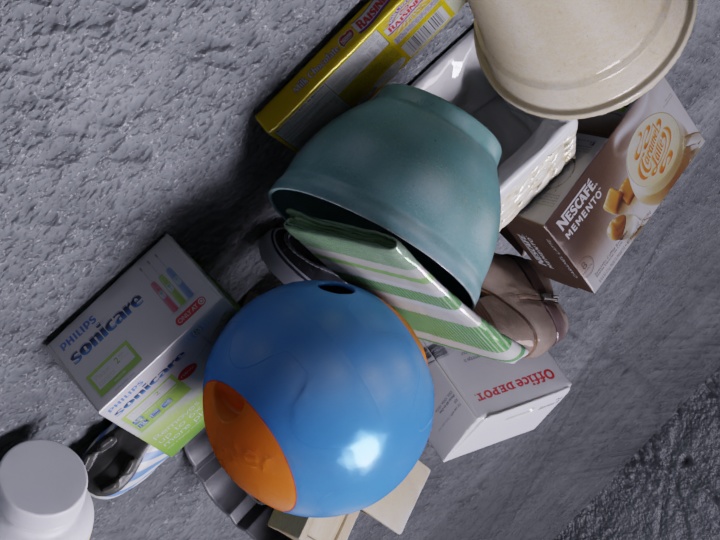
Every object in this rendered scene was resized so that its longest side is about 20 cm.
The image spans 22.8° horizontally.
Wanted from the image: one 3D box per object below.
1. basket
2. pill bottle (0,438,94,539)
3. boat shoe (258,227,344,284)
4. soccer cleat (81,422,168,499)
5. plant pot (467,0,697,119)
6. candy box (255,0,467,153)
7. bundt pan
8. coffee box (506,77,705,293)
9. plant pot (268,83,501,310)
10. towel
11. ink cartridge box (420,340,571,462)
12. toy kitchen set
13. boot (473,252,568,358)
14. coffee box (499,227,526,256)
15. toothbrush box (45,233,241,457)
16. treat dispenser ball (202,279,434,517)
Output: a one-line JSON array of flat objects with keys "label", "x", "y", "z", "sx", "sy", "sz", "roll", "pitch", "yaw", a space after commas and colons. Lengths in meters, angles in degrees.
[{"label": "basket", "x": 0.094, "y": -0.105, "z": 1.673, "sx": 0.200, "sy": 0.136, "sz": 0.123, "roll": -42, "pitch": 163, "yaw": -2}, {"label": "pill bottle", "x": -0.307, "y": 0.245, "z": 1.654, "sx": 0.111, "sy": 0.111, "sz": 0.201, "roll": -27, "pitch": 154, "yaw": -34}, {"label": "boat shoe", "x": 0.000, "y": 0.000, "z": 1.678, "sx": 0.199, "sy": 0.072, "sz": 0.068, "roll": 27, "pitch": 127, "yaw": -23}, {"label": "soccer cleat", "x": -0.195, "y": 0.145, "z": 1.744, "sx": 0.200, "sy": 0.070, "sz": 0.086, "roll": -40, "pitch": 175, "yaw": -2}, {"label": "plant pot", "x": 0.155, "y": -0.253, "z": 1.453, "sx": 0.200, "sy": 0.201, "sz": 0.183, "roll": -44, "pitch": 148, "yaw": 4}, {"label": "candy box", "x": 0.003, "y": -0.180, "z": 1.508, "sx": 0.200, "sy": 0.026, "sz": 0.102, "roll": -44, "pitch": 158, "yaw": 5}, {"label": "bundt pan", "x": -0.088, "y": 0.211, "z": 1.877, "sx": 0.076, "sy": 0.201, "sz": 0.202, "roll": -43, "pitch": 162, "yaw": -31}, {"label": "coffee box", "x": 0.237, "y": -0.094, "z": 1.764, "sx": 0.200, "sy": 0.079, "sz": 0.114, "roll": -52, "pitch": 128, "yaw": -13}, {"label": "plant pot", "x": 0.040, "y": -0.072, "z": 1.516, "sx": 0.135, "sy": 0.199, "sz": 0.200, "roll": -60, "pitch": 162, "yaw": -12}, {"label": "towel", "x": 0.039, "y": 0.015, "z": 1.507, "sx": 0.200, "sy": 0.152, "sz": 0.024, "roll": 41, "pitch": 73, "yaw": -40}, {"label": "ink cartridge box", "x": 0.096, "y": 0.079, "z": 1.814, "sx": 0.145, "sy": 0.201, "sz": 0.084, "roll": -14, "pitch": 150, "yaw": -40}, {"label": "toy kitchen set", "x": -0.044, "y": 0.163, "z": 1.731, "sx": 0.163, "sy": 0.179, "sz": 0.201, "roll": 42, "pitch": 70, "yaw": -54}, {"label": "boot", "x": 0.122, "y": 0.003, "z": 1.785, "sx": 0.146, "sy": 0.201, "sz": 0.070, "roll": -6, "pitch": 154, "yaw": -45}, {"label": "coffee box", "x": 0.211, "y": -0.122, "z": 1.875, "sx": 0.199, "sy": 0.113, "sz": 0.080, "roll": -35, "pitch": 158, "yaw": -21}, {"label": "toothbrush box", "x": -0.172, "y": 0.072, "z": 1.600, "sx": 0.145, "sy": 0.086, "sz": 0.200, "roll": -42, "pitch": 158, "yaw": -3}, {"label": "treat dispenser ball", "x": -0.036, "y": 0.109, "z": 1.520, "sx": 0.200, "sy": 0.201, "sz": 0.201, "roll": -36, "pitch": 158, "yaw": -17}]
